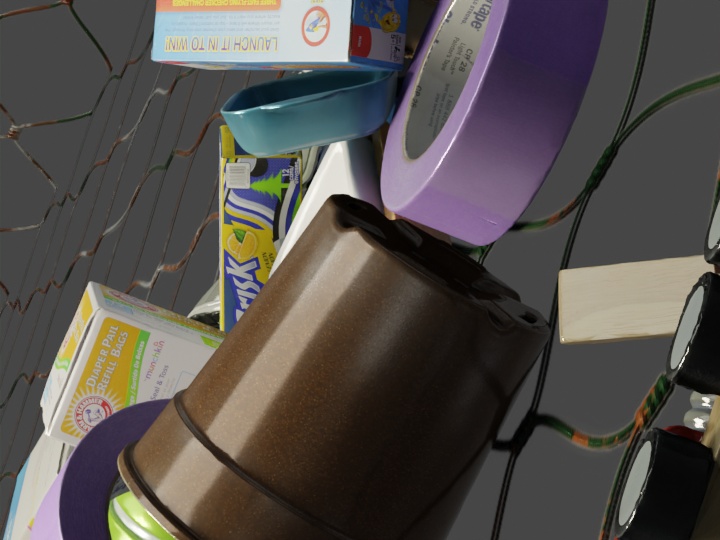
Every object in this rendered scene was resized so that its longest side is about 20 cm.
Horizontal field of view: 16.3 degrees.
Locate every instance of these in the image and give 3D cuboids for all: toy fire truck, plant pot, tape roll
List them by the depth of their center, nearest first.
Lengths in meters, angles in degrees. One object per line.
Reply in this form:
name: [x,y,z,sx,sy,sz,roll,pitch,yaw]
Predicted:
toy fire truck: [0.145,0.048,1.047,0.200,0.129,0.176,121,168,-81]
plant pot: [-0.003,0.077,1.438,0.198,0.200,0.200,-58,15,10]
tape roll: [0.083,-0.120,1.602,0.200,0.066,0.200,-158,90,-76]
tape roll: [-0.112,0.185,1.642,0.066,0.200,0.200,126,160,-47]

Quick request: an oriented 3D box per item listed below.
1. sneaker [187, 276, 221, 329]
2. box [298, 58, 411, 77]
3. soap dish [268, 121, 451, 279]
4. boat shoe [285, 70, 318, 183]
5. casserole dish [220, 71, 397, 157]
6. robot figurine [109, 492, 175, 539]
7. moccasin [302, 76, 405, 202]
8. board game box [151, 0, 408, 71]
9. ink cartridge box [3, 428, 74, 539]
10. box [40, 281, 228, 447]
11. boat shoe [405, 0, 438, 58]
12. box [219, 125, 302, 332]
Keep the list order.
sneaker: [-0.082,0.017,2.092,0.200,0.074,0.079,-43,19,48]
box: [0.026,-0.242,1.887,0.141,0.079,0.200,-14,-44,-58]
soap dish: [0.000,0.000,1.743,0.200,0.081,0.157,-97,31,-64]
boat shoe: [-0.050,-0.144,2.175,0.200,0.076,0.060,133,149,-56]
casserole dish: [-0.031,-0.113,1.743,0.200,0.121,0.039,-77,-25,-78]
robot figurine: [-0.156,0.228,1.936,0.200,0.116,0.175,-64,23,17]
moccasin: [-0.005,-0.094,1.901,0.200,0.080,0.068,130,146,-51]
board game box: [-0.052,-0.238,1.734,0.200,0.056,0.196,6,91,44]
ink cartridge box: [-0.226,0.195,2.237,0.200,0.128,0.125,124,162,-44]
box: [-0.121,0.096,1.814,0.112,0.200,0.101,-136,68,-76]
boat shoe: [0.008,-0.181,1.768,0.069,0.200,0.074,-34,-44,-36]
box: [-0.078,-0.009,1.949,0.070,0.064,0.200,-99,10,-65]
